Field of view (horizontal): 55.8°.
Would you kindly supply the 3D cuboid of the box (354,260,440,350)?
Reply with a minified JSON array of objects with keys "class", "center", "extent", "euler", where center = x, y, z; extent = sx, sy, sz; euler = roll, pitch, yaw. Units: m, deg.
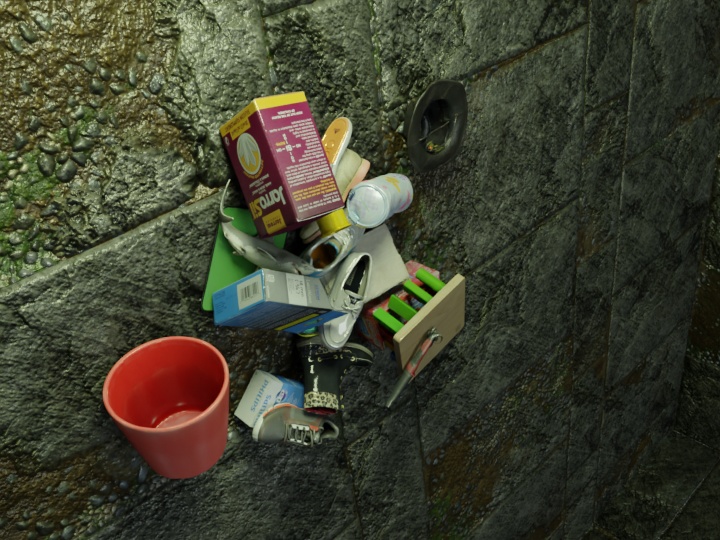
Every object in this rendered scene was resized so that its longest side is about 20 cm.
[{"class":"box","center":[0.082,0.073,1.514],"extent":[0.200,0.095,0.100],"euler":[-33,131,-30]}]

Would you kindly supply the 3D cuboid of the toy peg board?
[{"class":"toy peg board","center":[0.121,0.107,1.445],"extent":[0.200,0.098,0.199],"euler":[-42,150,-20]}]

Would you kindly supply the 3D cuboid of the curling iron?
[{"class":"curling iron","center":[0.110,0.205,1.407],"extent":[0.050,0.026,0.200],"euler":[13,111,-57]}]

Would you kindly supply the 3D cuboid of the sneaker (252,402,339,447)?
[{"class":"sneaker","center":[-0.119,0.311,1.342],"extent":[0.200,0.082,0.077],"euler":[3,107,-46]}]

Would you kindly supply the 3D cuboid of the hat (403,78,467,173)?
[{"class":"hat","center":[0.139,-0.307,1.408],"extent":[0.201,0.081,0.201],"euler":[-27,134,-31]}]

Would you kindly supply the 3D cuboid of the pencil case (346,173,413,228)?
[{"class":"pencil case","center":[0.041,-0.138,1.327],"extent":[0.091,0.083,0.200],"euler":[-57,172,23]}]

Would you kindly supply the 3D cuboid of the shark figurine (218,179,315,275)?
[{"class":"shark figurine","center":[-0.187,-0.062,1.203],"extent":[0.214,0.128,0.090],"euler":[40,53,-30]}]

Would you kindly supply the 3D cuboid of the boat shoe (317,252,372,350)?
[{"class":"boat shoe","center":[-0.022,0.057,1.315],"extent":[0.072,0.066,0.200],"euler":[29,70,-21]}]

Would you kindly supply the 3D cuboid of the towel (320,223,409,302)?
[{"class":"towel","center":[0.000,0.000,1.394],"extent":[0.200,0.034,0.133],"euler":[-28,96,-28]}]

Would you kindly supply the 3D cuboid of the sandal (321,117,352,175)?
[{"class":"sandal","center":[-0.083,-0.196,1.241],"extent":[0.059,0.079,0.207],"euler":[29,78,-47]}]

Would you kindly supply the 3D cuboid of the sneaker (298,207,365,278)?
[{"class":"sneaker","center":[-0.046,-0.053,1.314],"extent":[0.077,0.081,0.200],"euler":[44,63,-10]}]

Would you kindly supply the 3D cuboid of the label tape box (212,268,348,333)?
[{"class":"label tape box","center":[-0.144,0.059,1.232],"extent":[0.200,0.144,0.063],"euler":[12,63,-47]}]

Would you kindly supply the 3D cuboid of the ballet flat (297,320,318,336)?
[{"class":"ballet flat","center":[-0.057,0.083,1.409],"extent":[0.200,0.067,0.067],"euler":[-39,161,-27]}]

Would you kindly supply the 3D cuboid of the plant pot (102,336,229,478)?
[{"class":"plant pot","center":[-0.307,0.241,1.139],"extent":[0.200,0.200,0.177],"euler":[-32,139,-31]}]

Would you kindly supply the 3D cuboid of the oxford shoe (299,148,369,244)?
[{"class":"oxford shoe","center":[-0.066,-0.144,1.300],"extent":[0.074,0.071,0.200],"euler":[35,84,-20]}]

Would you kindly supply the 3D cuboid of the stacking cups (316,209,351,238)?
[{"class":"stacking cups","center":[-0.082,-0.158,1.182],"extent":[0.060,0.060,0.200],"euler":[-23,88,-37]}]

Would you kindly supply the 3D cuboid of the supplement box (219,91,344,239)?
[{"class":"supplement box","center":[-0.129,-0.168,1.104],"extent":[0.103,0.131,0.200],"euler":[-22,92,-39]}]

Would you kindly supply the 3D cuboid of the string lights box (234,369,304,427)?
[{"class":"string lights box","center":[-0.151,0.278,1.401],"extent":[0.200,0.059,0.103],"euler":[28,88,-48]}]

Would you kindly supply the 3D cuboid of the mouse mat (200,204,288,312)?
[{"class":"mouse mat","center":[-0.207,-0.018,1.244],"extent":[0.161,0.008,0.200],"euler":[3,107,-46]}]

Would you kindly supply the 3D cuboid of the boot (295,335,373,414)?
[{"class":"boot","center":[-0.049,0.225,1.415],"extent":[0.203,0.073,0.154],"euler":[21,54,-42]}]
